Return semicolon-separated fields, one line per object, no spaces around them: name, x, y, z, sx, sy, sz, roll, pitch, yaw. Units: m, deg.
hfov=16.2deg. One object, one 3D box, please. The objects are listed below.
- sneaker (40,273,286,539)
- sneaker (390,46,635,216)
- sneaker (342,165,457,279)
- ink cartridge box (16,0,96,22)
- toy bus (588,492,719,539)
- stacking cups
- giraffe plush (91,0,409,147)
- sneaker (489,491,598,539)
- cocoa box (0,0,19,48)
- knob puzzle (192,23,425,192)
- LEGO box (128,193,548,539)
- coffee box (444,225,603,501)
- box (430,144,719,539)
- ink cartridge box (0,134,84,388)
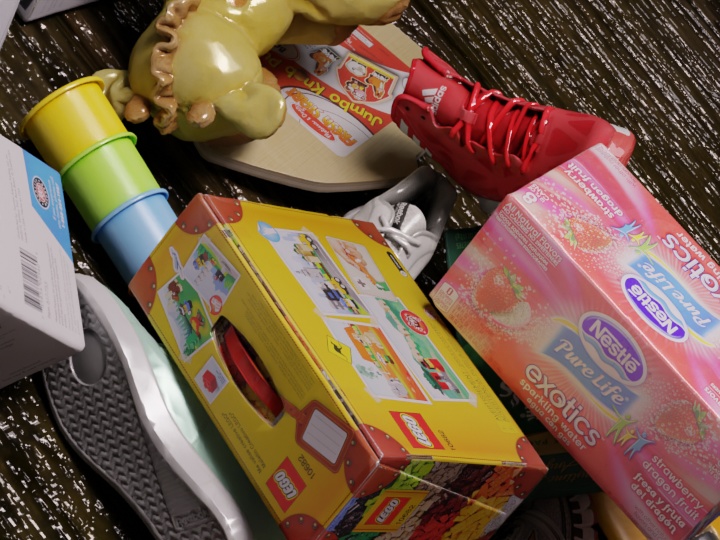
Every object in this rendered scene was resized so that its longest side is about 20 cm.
sneaker;-0.094;0.082;1.410;0.118;0.074;0.201;-12;61;-51
sneaker;0.079;-0.081;1.539;0.115;0.200;0.079;33;76;-18
sneaker;0.000;0.000;1.563;0.075;0.081;0.200;42;40;-6
ink cartridge box;-0.202;-0.267;1.655;0.199;0.043;0.200;52;38;10
toy bus;0.205;0.158;1.603;0.199;0.078;0.065;-13;63;-47
stacking cups;-0.122;-0.019;1.488;0.060;0.060;0.201;-24;75;-50
giraffe plush;-0.081;-0.148;1.558;0.199;0.172;0.163;27;65;-37
sneaker;0.090;0.182;1.481;0.082;0.078;0.201;21;41;-18
cocoa box;-0.298;-0.176;1.382;0.199;0.134;0.131;17;17;-30
knob puzzle;-0.044;-0.116;1.663;0.218;0.031;0.221;13;47;-15
LEGO box;-0.012;0.059;1.384;0.148;0.077;0.200;9;38;-48
coffee box;0.119;0.050;1.545;0.122;0.044;0.201;-5;45;1
box;0.151;0.042;1.408;0.200;0.095;0.102;48;41;13
ink cartridge box;-0.231;-0.027;1.318;0.200;0.067;0.117;36;36;-55
